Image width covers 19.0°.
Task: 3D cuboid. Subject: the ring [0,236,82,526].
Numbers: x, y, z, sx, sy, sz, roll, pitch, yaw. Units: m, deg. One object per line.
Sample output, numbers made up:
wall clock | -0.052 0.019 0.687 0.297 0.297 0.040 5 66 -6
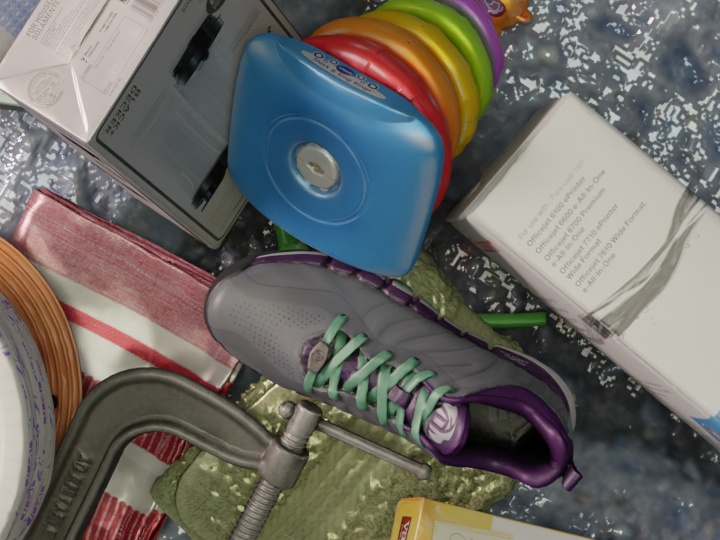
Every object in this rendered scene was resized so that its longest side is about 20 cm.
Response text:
ring | -0.244 0.066 1.140 0.199 0.019 0.202 0 89 4

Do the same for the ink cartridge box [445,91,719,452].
ink cartridge box | 0.148 0.006 1.095 0.200 0.145 0.084 40 90 -1

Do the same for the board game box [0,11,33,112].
board game box | -0.175 -0.184 1.108 0.104 0.103 0.201 8 92 0

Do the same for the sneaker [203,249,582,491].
sneaker | 0.019 0.049 1.053 0.199 0.088 0.075 20 103 -8

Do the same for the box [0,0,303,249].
box | -0.092 -0.094 1.056 0.060 0.200 0.117 30 86 19

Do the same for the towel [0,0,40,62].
towel | -0.179 -0.178 1.004 0.200 0.024 0.147 -45 129 3

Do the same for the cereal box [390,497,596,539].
cereal box | 0.101 0.209 1.112 0.199 0.040 0.145 16 78 -18

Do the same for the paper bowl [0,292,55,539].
paper bowl | -0.252 0.080 1.080 0.200 0.104 0.202 0 89 4

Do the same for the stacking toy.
stacking toy | 0.032 -0.102 1.092 0.116 0.110 0.200 31 47 17

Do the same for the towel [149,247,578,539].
towel | 0.003 0.097 1.129 0.148 0.036 0.200 42 98 -12

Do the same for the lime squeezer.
lime squeezer | 0.000 0.000 1.155 0.200 0.038 0.071 33 58 -1

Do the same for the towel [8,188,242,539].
towel | -0.155 0.075 1.154 0.144 0.023 0.201 27 91 0

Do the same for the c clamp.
c clamp | -0.087 0.138 1.109 0.170 0.027 0.200 32 107 -5
